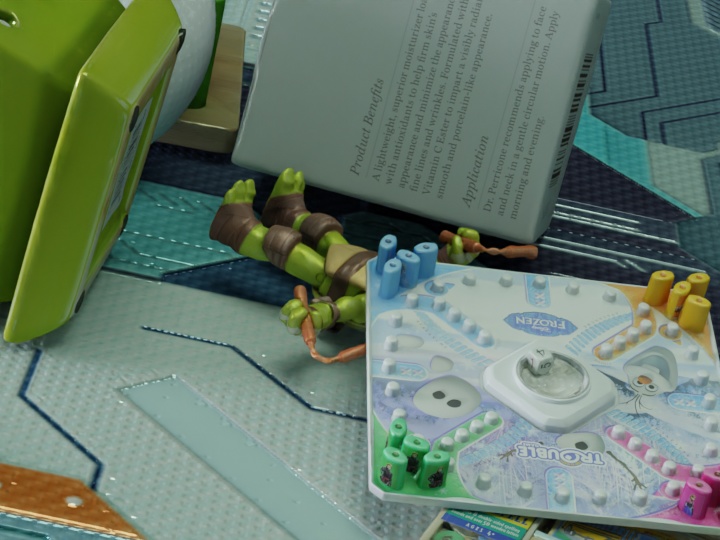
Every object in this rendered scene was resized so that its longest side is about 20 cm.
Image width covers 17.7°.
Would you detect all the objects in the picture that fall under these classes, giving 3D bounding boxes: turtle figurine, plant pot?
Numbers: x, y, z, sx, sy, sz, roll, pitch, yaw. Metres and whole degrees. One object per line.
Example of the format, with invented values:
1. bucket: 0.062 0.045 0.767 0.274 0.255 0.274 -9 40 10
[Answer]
1. turtle figurine: 0.000 0.000 1.374 0.161 0.064 0.200 35 41 27
2. plant pot: -0.214 -0.086 1.310 0.181 0.200 0.199 19 25 0

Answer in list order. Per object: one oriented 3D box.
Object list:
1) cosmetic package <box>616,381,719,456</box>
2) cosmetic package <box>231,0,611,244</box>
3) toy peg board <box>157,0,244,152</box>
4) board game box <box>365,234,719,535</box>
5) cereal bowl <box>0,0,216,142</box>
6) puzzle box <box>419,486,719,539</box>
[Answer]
1. cosmetic package: 0.208 0.103 1.282 0.200 0.051 0.082 29 29 29
2. cosmetic package: 0.043 -0.124 1.491 0.200 0.165 0.165 17 7 7
3. toy peg board: -0.175 -0.181 1.607 0.200 0.098 0.199 11 26 -6
4. board game box: 0.104 0.057 1.247 0.200 0.026 0.200 7 37 -6
5. cereal bowl: -0.189 -0.168 1.465 0.200 0.200 0.083 11 -13 -5
6. puzzle box: 0.133 0.159 1.161 0.200 0.025 0.133 20 26 14
